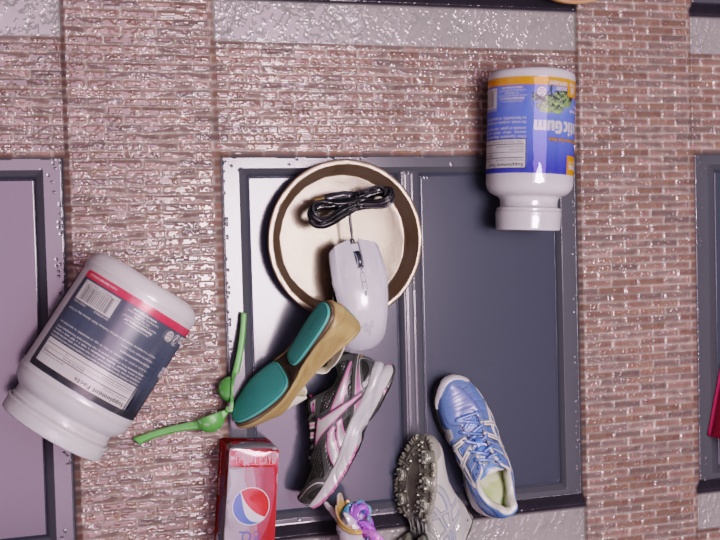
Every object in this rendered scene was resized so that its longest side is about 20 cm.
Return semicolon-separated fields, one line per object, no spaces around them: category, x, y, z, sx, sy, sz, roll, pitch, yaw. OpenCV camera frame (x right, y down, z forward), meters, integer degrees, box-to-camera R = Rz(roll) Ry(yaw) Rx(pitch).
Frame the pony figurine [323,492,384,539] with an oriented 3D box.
pony figurine;0.021;0.383;1.297;0.166;0.193;0.200;-11;112;-48

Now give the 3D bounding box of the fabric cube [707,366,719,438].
fabric cube;0.626;0.164;1.472;0.200;0.199;0.196;11;87;-17

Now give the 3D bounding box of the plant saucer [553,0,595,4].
plant saucer;0.273;-0.448;1.430;0.200;0.037;0.200;-1;93;-18

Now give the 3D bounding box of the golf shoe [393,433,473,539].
golf shoe;0.098;0.302;1.389;0.097;0.078;0.200;-4;99;-34

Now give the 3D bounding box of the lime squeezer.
lime squeezer;-0.179;0.148;1.313;0.071;0.038;0.200;37;80;17

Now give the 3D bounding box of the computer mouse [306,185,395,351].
computer mouse;0.000;0.000;1.324;0.110;0.044;0.200;-9;94;-18

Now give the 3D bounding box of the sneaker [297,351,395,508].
sneaker;-0.035;0.191;1.343;0.086;0.080;0.200;26;85;7

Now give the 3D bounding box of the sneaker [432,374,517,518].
sneaker;0.155;0.225;1.390;0.076;0.077;0.200;-25;97;-13

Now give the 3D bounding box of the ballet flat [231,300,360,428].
ballet flat;-0.073;0.123;1.302;0.063;0.069;0.200;29;111;-35

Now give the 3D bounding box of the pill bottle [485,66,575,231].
pill bottle;0.215;-0.150;1.380;0.112;0.112;0.200;0;91;-17

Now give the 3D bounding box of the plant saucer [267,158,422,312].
plant saucer;-0.020;-0.038;1.354;0.200;0.029;0.200;-1;92;-18

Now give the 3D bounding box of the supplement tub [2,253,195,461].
supplement tub;-0.290;0.095;1.215;0.140;0.140;0.200;34;82;-15

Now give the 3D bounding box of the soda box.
soda box;-0.139;0.304;1.304;0.063;0.070;0.200;4;91;-17
